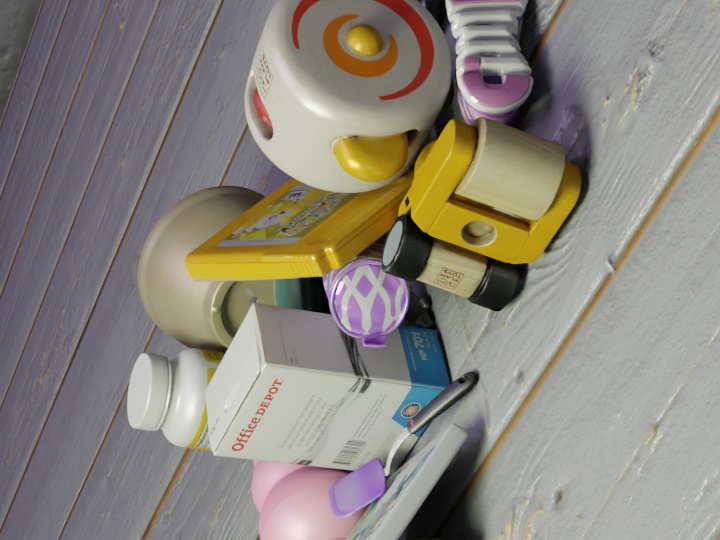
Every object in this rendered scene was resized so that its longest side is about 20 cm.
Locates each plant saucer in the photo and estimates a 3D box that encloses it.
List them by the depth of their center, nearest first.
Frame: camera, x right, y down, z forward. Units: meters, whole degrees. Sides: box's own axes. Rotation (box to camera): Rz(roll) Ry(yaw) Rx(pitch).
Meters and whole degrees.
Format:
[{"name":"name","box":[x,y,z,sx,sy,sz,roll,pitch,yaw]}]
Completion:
[{"name":"plant saucer","box":[-0.061,0.033,1.923,0.200,0.027,0.201,-6,-90,-80]}]

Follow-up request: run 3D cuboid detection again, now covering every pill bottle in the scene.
[{"name":"pill bottle","box":[-0.157,0.149,1.991,0.112,0.199,0.113,-169,90,-68]}]

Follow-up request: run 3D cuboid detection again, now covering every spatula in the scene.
[{"name":"spatula","box":[0.041,0.164,1.672,0.200,0.021,0.057,-47,27,21]}]

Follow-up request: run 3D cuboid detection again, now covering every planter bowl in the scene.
[{"name":"planter bowl","box":[-0.143,0.018,2.034,0.135,0.199,0.201,40,118,56]}]

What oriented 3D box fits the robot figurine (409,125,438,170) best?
[{"name":"robot figurine","box":[0.015,-0.160,1.828,0.200,0.112,0.170,-106,2,-45]}]

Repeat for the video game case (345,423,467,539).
[{"name":"video game case","box":[0.011,0.244,1.622,0.200,0.022,0.182,-53,1,-29]}]

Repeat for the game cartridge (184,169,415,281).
[{"name":"game cartridge","box":[-0.048,-0.046,1.697,0.200,0.176,0.033,-4,117,46]}]

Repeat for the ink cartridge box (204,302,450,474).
[{"name":"ink cartridge box","box":[-0.034,0.119,1.714,0.086,0.199,0.147,-101,31,-41]}]

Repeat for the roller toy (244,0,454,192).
[{"name":"roller toy","box":[-0.012,-0.178,1.648,0.200,0.182,0.140,-56,-4,-35]}]

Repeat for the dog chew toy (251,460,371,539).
[{"name":"dog chew toy","box":[-0.057,0.227,1.806,0.125,0.124,0.200,-66,32,29]}]

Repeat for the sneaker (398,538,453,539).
[{"name":"sneaker","box":[0.044,0.310,1.617,0.199,0.076,0.115,134,138,-58]}]

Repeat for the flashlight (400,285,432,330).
[{"name":"flashlight","box":[0.002,0.087,1.815,0.200,0.067,0.068,122,148,-44]}]

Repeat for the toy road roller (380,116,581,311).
[{"name":"toy road roller","box":[0.103,-0.074,1.582,0.146,0.122,0.200,-86,20,-44]}]

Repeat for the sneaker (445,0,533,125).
[{"name":"sneaker","box":[0.119,-0.209,1.663,0.089,0.080,0.201,90,-179,-57]}]

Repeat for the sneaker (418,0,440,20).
[{"name":"sneaker","box":[0.017,-0.267,1.903,0.200,0.088,0.074,-14,67,64]}]

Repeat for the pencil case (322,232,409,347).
[{"name":"pencil case","box":[0.000,0.000,1.700,0.200,0.084,0.086,-101,14,-72]}]
